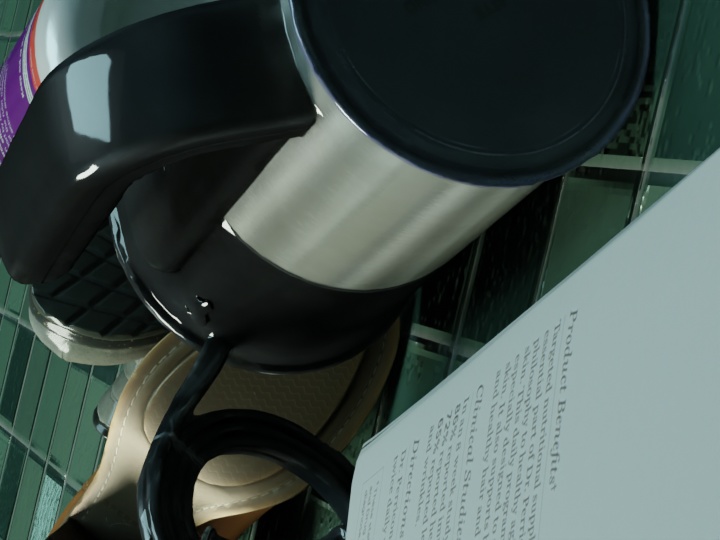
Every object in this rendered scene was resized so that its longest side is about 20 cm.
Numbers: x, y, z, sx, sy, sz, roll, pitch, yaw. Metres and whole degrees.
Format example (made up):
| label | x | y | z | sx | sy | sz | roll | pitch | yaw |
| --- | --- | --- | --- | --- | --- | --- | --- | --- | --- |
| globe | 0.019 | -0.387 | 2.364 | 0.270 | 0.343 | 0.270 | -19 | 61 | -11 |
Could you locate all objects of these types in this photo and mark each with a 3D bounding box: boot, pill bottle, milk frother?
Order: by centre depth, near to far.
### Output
| label | x | y | z | sx | sy | sz | roll | pitch | yaw |
| --- | --- | --- | --- | --- | --- | --- | --- | --- | --- |
| milk frother | 0.000 | 0.000 | 0.830 | 0.201 | 0.180 | 0.188 | 56 | 152 | 4 |
| boot | -0.054 | 0.064 | 1.018 | 0.200 | 0.074 | 0.155 | -44 | -2 | 12 |
| boot | -0.077 | 0.022 | 1.053 | 0.200 | 0.067 | 0.131 | -46 | -19 | -56 |
| pill bottle | -0.116 | -0.071 | 1.240 | 0.200 | 0.112 | 0.113 | 141 | 140 | -63 |

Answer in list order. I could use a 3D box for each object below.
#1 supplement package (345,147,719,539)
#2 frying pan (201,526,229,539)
| label | x | y | z | sx | sy | sz | roll | pitch | yaw |
| --- | --- | --- | --- | --- | --- | --- | --- | --- | --- |
| supplement package | 0.093 | 0.082 | 0.390 | 0.200 | 0.150 | 0.153 | 135 | 145 | -60 |
| frying pan | -0.047 | 0.177 | 0.877 | 0.115 | 0.031 | 0.191 | 87 | -176 | -60 |
